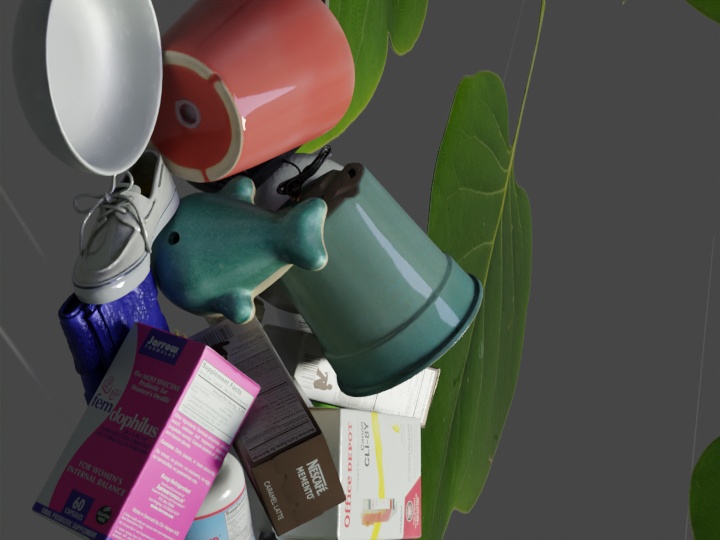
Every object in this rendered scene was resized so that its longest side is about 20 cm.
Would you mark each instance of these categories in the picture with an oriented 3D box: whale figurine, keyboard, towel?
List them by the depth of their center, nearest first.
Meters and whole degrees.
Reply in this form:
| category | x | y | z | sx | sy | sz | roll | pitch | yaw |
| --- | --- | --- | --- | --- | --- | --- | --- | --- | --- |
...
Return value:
| category | x | y | z | sx | sy | sz | roll | pitch | yaw |
| --- | --- | --- | --- | --- | --- | --- | --- | --- | --- |
| towel | -0.225 | 0.082 | 1.263 | 0.148 | 0.050 | 0.200 | -62 | 148 | -50 |
| whale figurine | -0.129 | -0.026 | 1.290 | 0.104 | 0.200 | 0.159 | 25 | 61 | -55 |
| keyboard | -0.098 | -0.134 | 1.445 | 0.200 | 0.127 | 0.021 | -50 | 157 | -43 |

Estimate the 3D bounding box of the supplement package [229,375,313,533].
| category | x | y | z | sx | sy | sz | roll | pitch | yaw |
| --- | --- | --- | --- | --- | --- | --- | --- | --- | --- |
| supplement package | -0.114 | 0.218 | 1.491 | 0.200 | 0.120 | 0.121 | 65 | 33 | -52 |

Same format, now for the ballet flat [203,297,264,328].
| category | x | y | z | sx | sy | sz | roll | pitch | yaw |
| --- | --- | --- | --- | --- | --- | --- | --- | --- | --- |
| ballet flat | -0.148 | 0.039 | 1.462 | 0.200 | 0.064 | 0.076 | 60 | 36 | -58 |

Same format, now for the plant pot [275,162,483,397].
| category | x | y | z | sx | sy | sz | roll | pitch | yaw |
| --- | --- | --- | --- | --- | --- | --- | --- | --- | --- |
| plant pot | 0.000 | 0.000 | 1.404 | 0.196 | 0.200 | 0.200 | 53 | 35 | -19 |

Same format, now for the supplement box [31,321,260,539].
| category | x | y | z | sx | sy | sz | roll | pitch | yaw |
| --- | --- | --- | --- | --- | --- | --- | --- | --- | --- |
| supplement box | -0.196 | 0.164 | 1.181 | 0.103 | 0.101 | 0.200 | 47 | 63 | -49 |

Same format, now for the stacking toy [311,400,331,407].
| category | x | y | z | sx | sy | sz | roll | pitch | yaw |
| --- | --- | --- | --- | --- | --- | --- | --- | --- | --- |
| stacking toy | -0.044 | 0.209 | 1.770 | 0.085 | 0.085 | 0.200 | 72 | 32 | -46 |

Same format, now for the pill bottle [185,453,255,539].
| category | x | y | z | sx | sy | sz | roll | pitch | yaw |
| --- | --- | --- | --- | --- | --- | --- | --- | --- | --- |
| pill bottle | -0.171 | 0.260 | 1.350 | 0.109 | 0.109 | 0.200 | -54 | 141 | -58 |

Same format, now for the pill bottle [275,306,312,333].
| category | x | y | z | sx | sy | sz | roll | pitch | yaw |
| --- | --- | --- | --- | --- | --- | --- | --- | --- | --- |
| pill bottle | -0.051 | 0.056 | 1.665 | 0.113 | 0.113 | 0.200 | -62 | 149 | -51 |

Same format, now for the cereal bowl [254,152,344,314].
| category | x | y | z | sx | sy | sz | roll | pitch | yaw |
| --- | --- | --- | --- | --- | --- | --- | --- | --- | --- |
| cereal bowl | -0.056 | -0.051 | 1.528 | 0.200 | 0.083 | 0.200 | 10 | 71 | -32 |

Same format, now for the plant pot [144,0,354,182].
| category | x | y | z | sx | sy | sz | roll | pitch | yaw |
| --- | --- | --- | --- | --- | --- | --- | --- | --- | --- |
| plant pot | -0.133 | -0.190 | 1.310 | 0.177 | 0.200 | 0.201 | -45 | 135 | -49 |

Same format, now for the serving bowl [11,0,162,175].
| category | x | y | z | sx | sy | sz | roll | pitch | yaw |
| --- | --- | --- | --- | --- | --- | --- | --- | --- | --- |
| serving bowl | -0.251 | -0.185 | 1.133 | 0.200 | 0.066 | 0.200 | 2 | 90 | -70 |

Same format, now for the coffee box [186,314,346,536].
| category | x | y | z | sx | sy | sz | roll | pitch | yaw |
| --- | --- | --- | --- | --- | --- | --- | --- | --- | --- |
| coffee box | -0.097 | 0.150 | 1.285 | 0.200 | 0.080 | 0.114 | 55 | -13 | 45 |

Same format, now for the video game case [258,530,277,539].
| category | x | y | z | sx | sy | sz | roll | pitch | yaw |
| --- | --- | --- | --- | --- | --- | --- | --- | --- | --- |
| video game case | -0.076 | 0.357 | 1.559 | 0.025 | 0.181 | 0.200 | 33 | 54 | -26 |

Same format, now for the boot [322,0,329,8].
| category | x | y | z | sx | sy | sz | roll | pitch | yaw |
| --- | --- | --- | --- | --- | --- | --- | --- | --- | --- |
| boot | -0.103 | -0.309 | 1.524 | 0.154 | 0.073 | 0.204 | 45 | 57 | -67 |

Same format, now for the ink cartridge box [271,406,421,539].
| category | x | y | z | sx | sy | sz | roll | pitch | yaw |
| --- | --- | --- | --- | --- | --- | --- | --- | --- | --- |
| ink cartridge box | -0.010 | 0.233 | 1.435 | 0.200 | 0.083 | 0.145 | 18 | 70 | -59 |

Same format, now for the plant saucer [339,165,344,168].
| category | x | y | z | sx | sy | sz | roll | pitch | yaw |
| --- | --- | --- | --- | --- | --- | --- | --- | --- | --- |
| plant saucer | -0.038 | -0.047 | 1.785 | 0.200 | 0.034 | 0.200 | -1 | 90 | -78 |

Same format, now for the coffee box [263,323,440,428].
| category | x | y | z | sx | sy | sz | roll | pitch | yaw |
| --- | --- | --- | --- | --- | --- | --- | --- | --- | --- |
| coffee box | -0.018 | 0.130 | 1.572 | 0.200 | 0.113 | 0.080 | 17 | 85 | -30 |

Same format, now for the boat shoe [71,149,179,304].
| category | x | y | z | sx | sy | sz | roll | pitch | yaw |
| --- | --- | --- | --- | --- | --- | --- | --- | --- | --- |
| boat shoe | -0.227 | -0.055 | 1.207 | 0.202 | 0.075 | 0.086 | -68 | 153 | -51 |
